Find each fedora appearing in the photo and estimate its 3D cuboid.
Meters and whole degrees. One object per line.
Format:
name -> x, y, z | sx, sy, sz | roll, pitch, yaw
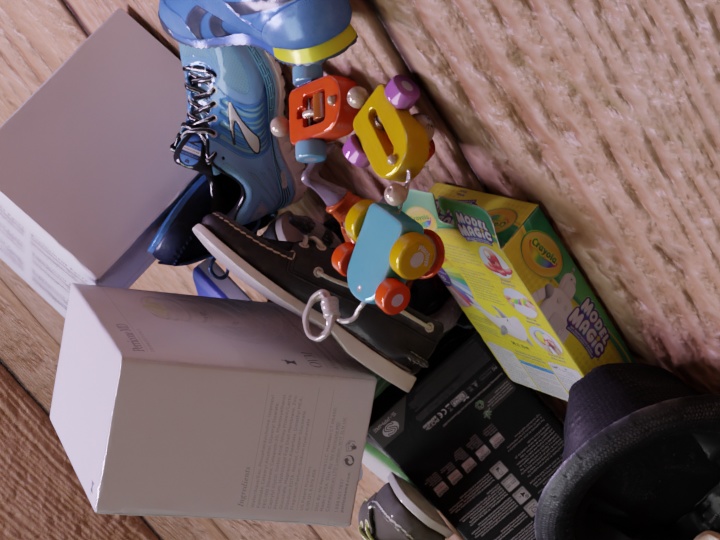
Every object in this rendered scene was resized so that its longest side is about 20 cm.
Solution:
fedora -> 0.192, 0.125, 1.131 | 0.201, 0.199, 0.092 | 65, -179, -49

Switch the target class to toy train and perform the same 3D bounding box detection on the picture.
toy train -> 0.004, -0.056, 1.138 | 0.055, 0.203, 0.150 | 6, 162, -38

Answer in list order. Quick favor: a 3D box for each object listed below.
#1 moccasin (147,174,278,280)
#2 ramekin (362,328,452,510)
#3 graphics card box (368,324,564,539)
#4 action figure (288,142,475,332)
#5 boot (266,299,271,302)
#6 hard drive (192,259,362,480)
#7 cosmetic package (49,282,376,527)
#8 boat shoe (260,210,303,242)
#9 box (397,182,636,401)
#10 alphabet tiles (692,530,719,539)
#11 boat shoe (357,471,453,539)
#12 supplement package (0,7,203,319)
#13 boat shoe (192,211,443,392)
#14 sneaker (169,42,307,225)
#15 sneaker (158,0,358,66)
moccasin -> -0.111, -0.046, 1.366 | 0.068, 0.081, 0.200 | 41, -153, 0
ramekin -> 0.043, 0.121, 1.465 | 0.199, 0.098, 0.200 | 38, 161, 15
graphics card box -> 0.108, 0.153, 1.354 | 0.200, 0.125, 0.051 | 47, -175, -16
action figure -> 0.000, 0.000, 1.293 | 0.199, 0.104, 0.195 | 22, 143, 45
boot -> -0.033, 0.067, 1.555 | 0.073, 0.076, 0.200 | 26, 162, 30
hard drive -> -0.074, 0.092, 1.463 | 0.200, 0.025, 0.133 | 44, 158, 32
cosmetic package -> -0.119, 0.099, 1.261 | 0.198, 0.125, 0.199 | 5, -167, -22
boat shoe -> -0.062, 0.000, 1.379 | 0.073, 0.061, 0.200 | 63, -177, 6
box -> 0.109, 0.011, 1.173 | 0.117, 0.048, 0.200 | 18, 152, 52
alphabet tiles -> 0.295, 0.249, 1.178 | 0.194, 0.015, 0.201 | 23, 134, -12
boat shoe -> 0.032, 0.212, 1.376 | 0.072, 0.060, 0.202 | 47, 175, 5
supplement package -> -0.222, -0.080, 1.422 | 0.147, 0.192, 0.200 | 41, 161, 1
boat shoe -> -0.029, 0.010, 1.197 | 0.199, 0.061, 0.074 | 35, 177, -5
sneaker -> -0.104, -0.114, 1.247 | 0.078, 0.090, 0.202 | 23, 142, 45
sneaker -> -0.078, -0.190, 1.101 | 0.199, 0.066, 0.079 | 19, 139, 50
